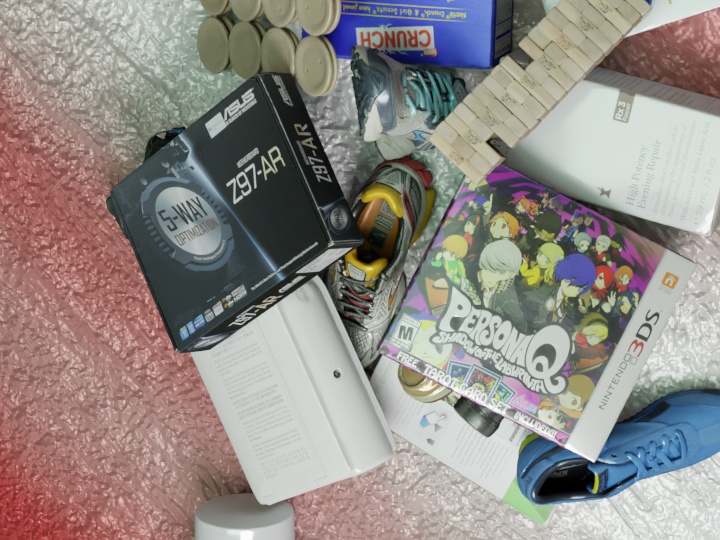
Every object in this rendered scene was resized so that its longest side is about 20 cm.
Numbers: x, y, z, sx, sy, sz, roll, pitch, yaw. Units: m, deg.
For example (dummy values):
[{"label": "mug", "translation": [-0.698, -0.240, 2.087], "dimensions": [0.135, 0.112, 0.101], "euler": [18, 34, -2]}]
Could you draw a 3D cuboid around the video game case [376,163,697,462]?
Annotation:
[{"label": "video game case", "translation": [0.140, 0.029, 1.585], "dimensions": [0.200, 0.036, 0.182], "euler": [28, 93, 0]}]

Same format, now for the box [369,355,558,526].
[{"label": "box", "translation": [0.111, 0.110, 1.714], "dimensions": [0.200, 0.036, 0.145], "euler": [32, 112, 11]}]

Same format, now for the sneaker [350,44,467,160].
[{"label": "sneaker", "translation": [0.044, -0.141, 1.595], "dimensions": [0.086, 0.200, 0.078], "euler": [-8, 85, 10]}]

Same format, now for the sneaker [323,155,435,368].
[{"label": "sneaker", "translation": [0.000, 0.000, 1.700], "dimensions": [0.078, 0.082, 0.201], "euler": [20, 113, 14]}]

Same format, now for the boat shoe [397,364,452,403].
[{"label": "boat shoe", "translation": [0.080, 0.011, 1.640], "dimensions": [0.072, 0.076, 0.200], "euler": [24, 85, 38]}]

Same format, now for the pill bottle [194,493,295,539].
[{"label": "pill bottle", "translation": [-0.103, 0.312, 1.799], "dimensions": [0.119, 0.120, 0.201], "euler": [5, 106, 19]}]

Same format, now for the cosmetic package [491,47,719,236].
[{"label": "cosmetic package", "translation": [0.203, -0.106, 1.603], "dimensions": [0.199, 0.074, 0.102], "euler": [15, 108, 15]}]

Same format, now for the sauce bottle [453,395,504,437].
[{"label": "sauce bottle", "translation": [0.156, 0.052, 1.639], "dimensions": [0.065, 0.065, 0.200], "euler": [41, 98, 6]}]

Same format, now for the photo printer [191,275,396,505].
[{"label": "photo printer", "translation": [-0.068, 0.094, 1.725], "dimensions": [0.166, 0.069, 0.200], "euler": [-27, 87, 52]}]

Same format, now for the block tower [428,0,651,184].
[{"label": "block tower", "translation": [0.141, -0.155, 1.526], "dimensions": [0.058, 0.054, 0.200], "euler": [43, 98, 3]}]

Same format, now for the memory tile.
[{"label": "memory tile", "translation": [-0.078, -0.231, 1.652], "dimensions": [0.200, 0.017, 0.154], "euler": [19, 114, 51]}]

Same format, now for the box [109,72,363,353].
[{"label": "box", "translation": [-0.106, -0.046, 1.645], "dimensions": [0.200, 0.043, 0.161], "euler": [-33, 73, 35]}]

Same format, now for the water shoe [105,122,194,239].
[{"label": "water shoe", "translation": [-0.152, -0.097, 1.739], "dimensions": [0.079, 0.071, 0.200], "euler": [46, 114, 7]}]

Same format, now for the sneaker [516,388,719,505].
[{"label": "sneaker", "translation": [0.227, 0.155, 1.637], "dimensions": [0.199, 0.078, 0.066], "euler": [-14, 112, 5]}]

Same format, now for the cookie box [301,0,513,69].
[{"label": "cookie box", "translation": [0.039, -0.273, 1.619], "dimensions": [0.171, 0.075, 0.201], "euler": [7, 106, 19]}]

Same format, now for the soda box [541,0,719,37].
[{"label": "soda box", "translation": [0.244, -0.231, 1.560], "dimensions": [0.199, 0.064, 0.068], "euler": [-16, 96, 23]}]
